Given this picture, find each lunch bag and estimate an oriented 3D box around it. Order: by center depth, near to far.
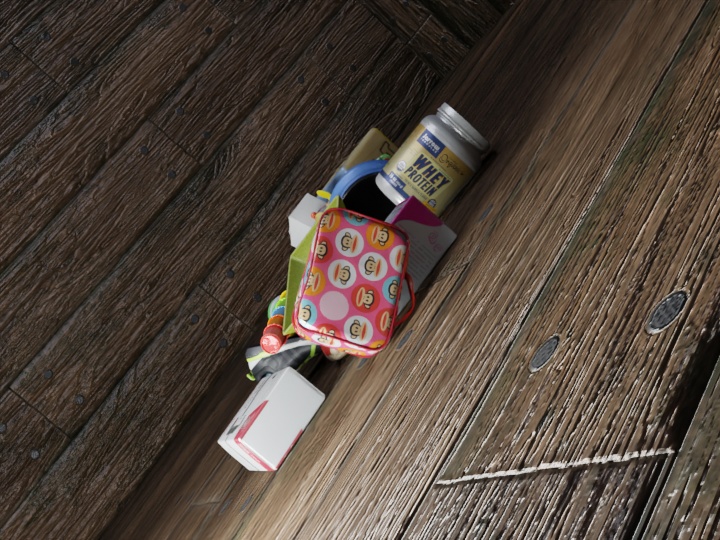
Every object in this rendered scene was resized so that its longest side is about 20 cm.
[{"bbox_3d":[-0.001,0.021,1.272,0.082,0.172,0.204,122,165,-74],"label":"lunch bag"}]

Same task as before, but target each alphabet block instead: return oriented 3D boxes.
[{"bbox_3d":[0.020,-0.196,2.147,0.195,0.196,0.201,-40,12,46],"label":"alphabet block"}]

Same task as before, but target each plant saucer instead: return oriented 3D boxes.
[{"bbox_3d":[-0.073,-0.003,1.576,0.200,0.047,0.203,-49,28,40],"label":"plant saucer"}]

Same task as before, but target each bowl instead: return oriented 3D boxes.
[{"bbox_3d":[0.033,-0.123,1.731,0.201,0.199,0.040,-49,30,13],"label":"bowl"}]

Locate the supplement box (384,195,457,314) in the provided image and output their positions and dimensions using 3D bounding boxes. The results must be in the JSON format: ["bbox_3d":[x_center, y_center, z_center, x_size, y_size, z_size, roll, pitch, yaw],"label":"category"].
[{"bbox_3d":[0.051,-0.008,1.384,0.201,0.101,0.103,-51,7,-9],"label":"supplement box"}]

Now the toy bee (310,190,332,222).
[{"bbox_3d":[-0.059,-0.124,1.804,0.200,0.132,0.108,-45,42,-15],"label":"toy bee"}]

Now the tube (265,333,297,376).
[{"bbox_3d":[-0.161,0.180,1.732,0.077,0.050,0.204,-18,49,43],"label":"tube"}]

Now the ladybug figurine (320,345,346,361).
[{"bbox_3d":[-0.024,0.081,1.526,0.136,0.072,0.201,-46,9,31],"label":"ladybug figurine"}]

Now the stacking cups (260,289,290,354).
[{"bbox_3d":[-0.146,0.102,1.647,0.061,0.060,0.201,-47,11,20],"label":"stacking cups"}]

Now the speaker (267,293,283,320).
[{"bbox_3d":[-0.112,0.084,1.809,0.198,0.089,0.089,-10,36,48],"label":"speaker"}]

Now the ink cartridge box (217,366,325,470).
[{"bbox_3d":[-0.154,0.253,1.438,0.148,0.082,0.200,-54,8,-22],"label":"ink cartridge box"}]

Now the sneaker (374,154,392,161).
[{"bbox_3d":[0.059,-0.167,1.797,0.075,0.202,0.085,-21,46,-1],"label":"sneaker"}]

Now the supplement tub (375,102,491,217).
[{"bbox_3d":[0.139,-0.199,1.615,0.201,0.144,0.145,-50,7,9],"label":"supplement tub"}]

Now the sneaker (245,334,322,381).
[{"bbox_3d":[-0.130,0.172,1.664,0.196,0.085,0.072,-12,2,16],"label":"sneaker"}]

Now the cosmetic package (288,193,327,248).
[{"bbox_3d":[-0.057,-0.072,1.897,0.085,0.197,0.108,-53,-17,-29],"label":"cosmetic package"}]
